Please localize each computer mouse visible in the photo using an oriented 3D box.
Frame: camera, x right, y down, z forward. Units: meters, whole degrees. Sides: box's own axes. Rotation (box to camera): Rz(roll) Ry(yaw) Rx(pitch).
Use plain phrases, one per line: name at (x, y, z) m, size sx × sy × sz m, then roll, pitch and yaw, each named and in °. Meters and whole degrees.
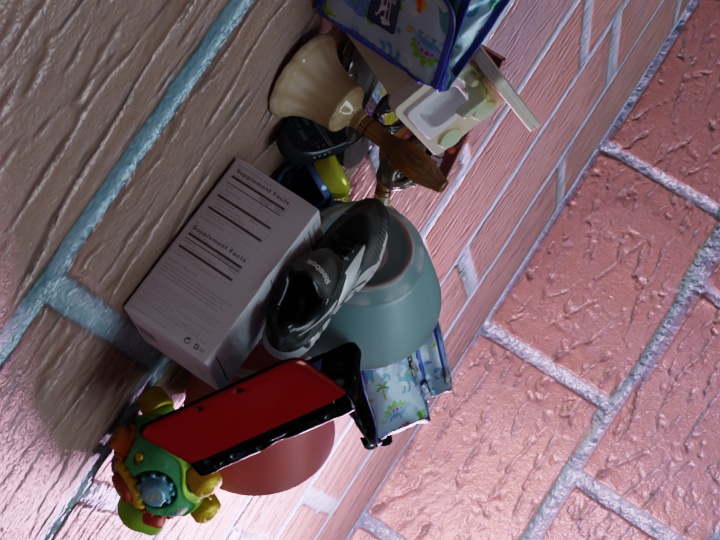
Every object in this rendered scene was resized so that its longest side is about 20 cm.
computer mouse at (-0.016, -0.161, 1.613) m, size 0.199 × 0.059 × 0.034 m, roll -20°, pitch 161°, yaw -36°

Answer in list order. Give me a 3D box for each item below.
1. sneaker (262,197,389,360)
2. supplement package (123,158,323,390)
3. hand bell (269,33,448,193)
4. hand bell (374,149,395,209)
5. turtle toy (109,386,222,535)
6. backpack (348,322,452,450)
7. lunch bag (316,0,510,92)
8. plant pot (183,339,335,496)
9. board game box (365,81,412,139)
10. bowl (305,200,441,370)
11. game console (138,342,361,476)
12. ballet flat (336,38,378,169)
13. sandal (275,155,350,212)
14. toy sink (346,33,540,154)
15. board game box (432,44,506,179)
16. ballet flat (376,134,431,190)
sneaker at (-0.034, 0.002, 1.493) m, size 0.201 × 0.066 × 0.091 m, roll -53°, pitch 168°, yaw -12°
supplement package at (-0.138, 0.006, 1.511) m, size 0.201 × 0.109 × 0.114 m, roll -54°, pitch 166°, yaw -15°
hand bell at (0.011, -0.147, 1.496) m, size 0.104 × 0.200 × 0.104 m, roll -46°, pitch 165°, yaw -17°
hand bell at (0.033, -0.112, 1.928) m, size 0.104 × 0.103 × 0.202 m, roll -33°, pitch 140°, yaw -60°
turtle toy at (-0.236, 0.240, 1.659) m, size 0.101 × 0.146 × 0.201 m, roll -27°, pitch 153°, yaw -22°
backpack at (0.017, 0.084, 1.774) m, size 0.146 × 0.183 × 0.201 m, roll -27°, pitch 127°, yaw -14°
lunch bag at (0.061, -0.301, 1.408) m, size 0.127 × 0.170 × 0.201 m, roll -10°, pitch 132°, yaw -60°
plant pot at (-0.123, 0.139, 1.732) m, size 0.200 × 0.199 × 0.178 m, roll -46°, pitch 152°, yaw -40°
board game box at (0.059, -0.234, 1.785) m, size 0.135 × 0.034 × 0.200 m, roll -56°, pitch 157°, yaw -10°
bowl at (0.000, 0.000, 1.628) m, size 0.201 × 0.200 × 0.105 m, roll -50°, pitch 163°, yaw -30°
game console at (-0.113, 0.124, 1.521) m, size 0.199 × 0.119 × 0.173 m, roll -24°, pitch -154°, yaw 17°
ballet flat at (-0.013, -0.203, 1.660) m, size 0.067 × 0.046 × 0.201 m, roll -33°, pitch 149°, yaw -30°
sandal at (-0.059, -0.091, 1.692) m, size 0.087 × 0.080 × 0.200 m, roll -27°, pitch 168°, yaw -2°
toy sink at (0.079, -0.208, 1.513) m, size 0.112 × 0.201 × 0.130 m, roll -38°, pitch 152°, yaw 10°
board game box at (0.108, -0.218, 1.915) m, size 0.019 × 0.102 × 0.201 m, roll -33°, pitch 152°, yaw -61°
ballet flat at (0.094, -0.172, 1.806) m, size 0.200 × 0.046 × 0.068 m, roll -49°, pitch 154°, yaw -26°
